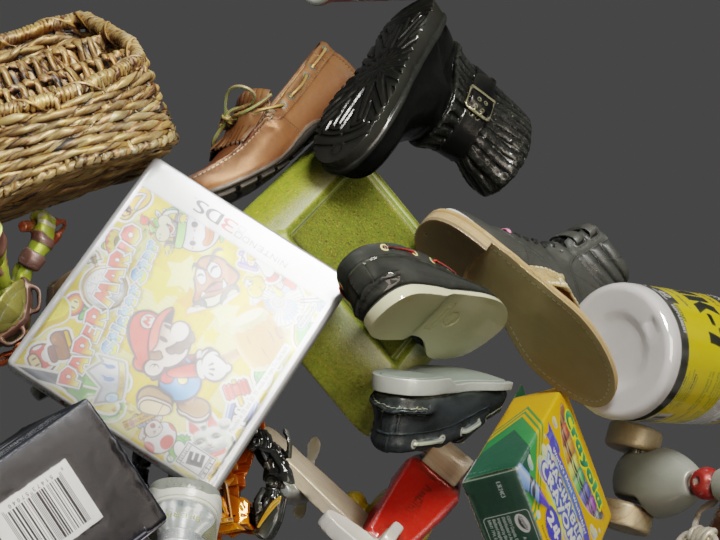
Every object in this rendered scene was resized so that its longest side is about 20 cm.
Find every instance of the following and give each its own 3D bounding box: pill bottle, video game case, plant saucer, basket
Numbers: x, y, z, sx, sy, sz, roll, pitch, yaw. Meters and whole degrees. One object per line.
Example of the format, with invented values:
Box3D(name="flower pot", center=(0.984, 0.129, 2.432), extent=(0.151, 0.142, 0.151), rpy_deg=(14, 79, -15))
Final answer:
Box3D(name="pill bottle", center=(0.274, 0.074, 1.570), extent=(0.199, 0.114, 0.116), rpy_deg=(7, 75, -48))
Box3D(name="video game case", center=(-0.133, 0.040, 1.370), extent=(0.181, 0.023, 0.201), rpy_deg=(32, 69, 5))
Box3D(name="plant saucer", center=(0.000, 0.000, 1.489), extent=(0.200, 0.048, 0.200), rpy_deg=(50, 41, -7))
Box3D(name="basket", center=(-0.257, -0.127, 1.394), extent=(0.199, 0.143, 0.150), rpy_deg=(-20, 87, -25))

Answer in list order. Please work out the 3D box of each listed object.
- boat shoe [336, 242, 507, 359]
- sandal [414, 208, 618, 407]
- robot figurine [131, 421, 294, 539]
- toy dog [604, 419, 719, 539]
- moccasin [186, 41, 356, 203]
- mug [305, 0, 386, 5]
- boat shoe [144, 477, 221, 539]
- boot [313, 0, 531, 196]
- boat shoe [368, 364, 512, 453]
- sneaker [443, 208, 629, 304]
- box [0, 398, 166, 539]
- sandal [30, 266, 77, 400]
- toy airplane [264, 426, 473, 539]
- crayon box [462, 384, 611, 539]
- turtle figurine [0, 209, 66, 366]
Box3D(name="boat shoe", center=(0.052, 0.022, 1.422), extent=(0.201, 0.074, 0.063), rpy_deg=(18, 33, -58))
Box3D(name="sandal", center=(0.143, 0.015, 1.510), extent=(0.211, 0.078, 0.070), rpy_deg=(41, 43, 2))
Box3D(name="robot figurine", center=(-0.125, 0.125, 1.416), extent=(0.058, 0.144, 0.202), rpy_deg=(29, 51, -62))
Box3D(name="toy dog", center=(0.289, 0.190, 1.560), extent=(0.096, 0.200, 0.133), rpy_deg=(20, 97, -36))
Box3D(name="moccasin", center=(-0.080, -0.121, 1.507), extent=(0.201, 0.074, 0.078), rpy_deg=(-42, 96, -25))
Box3D(name="mug", center=(0.049, -0.314, 1.574), extent=(0.198, 0.133, 0.179), rpy_deg=(-2, 82, -27))
Box3D(name="boat shoe", center=(-0.132, 0.233, 1.354), extent=(0.074, 0.203, 0.065), rpy_deg=(6, 48, -2))
Box3D(name="boot", center=(0.060, -0.111, 1.527), extent=(0.158, 0.079, 0.212), rpy_deg=(51, 50, -24))
Box3D(name="boat shoe", center=(0.060, 0.108, 1.433), extent=(0.199, 0.075, 0.061), rpy_deg=(4, 94, -59))
Box3D(name="sneaker", center=(0.153, -0.014, 1.593), extent=(0.200, 0.071, 0.100), rpy_deg=(38, 65, -19))
Box3D(name="box", center=(-0.247, 0.183, 1.305), extent=(0.148, 0.200, 0.105), rpy_deg=(-35, 94, -24))
Box3D(name="sandal", center=(-0.213, 0.014, 1.424), extent=(0.057, 0.080, 0.202), rpy_deg=(31, 60, -17))
Box3D(name="toy airplane", center=(0.016, 0.218, 1.445), extent=(0.198, 0.141, 0.201), rpy_deg=(14, 41, -33))
Box3D(name="crayon box", center=(0.150, 0.179, 1.484), extent=(0.127, 0.051, 0.200), rpy_deg=(68, 23, -12))
Box3D(name="turtle figurine", center=(-0.276, 0.032, 1.349), extent=(0.064, 0.161, 0.201), rpy_deg=(31, 76, 14))
